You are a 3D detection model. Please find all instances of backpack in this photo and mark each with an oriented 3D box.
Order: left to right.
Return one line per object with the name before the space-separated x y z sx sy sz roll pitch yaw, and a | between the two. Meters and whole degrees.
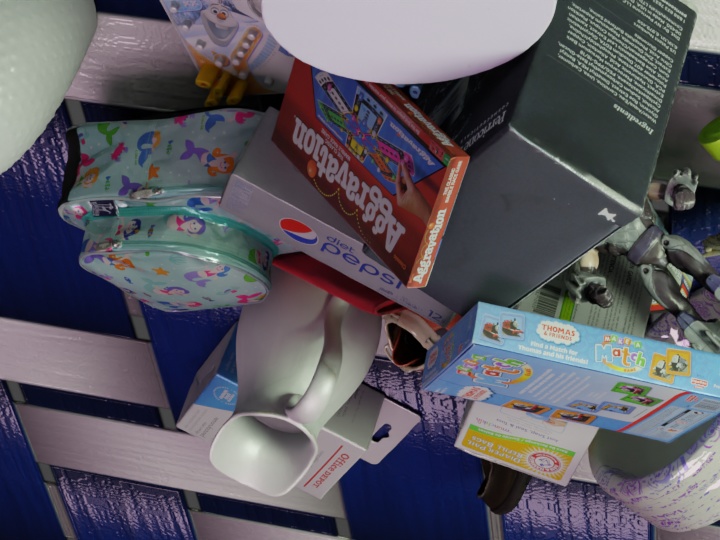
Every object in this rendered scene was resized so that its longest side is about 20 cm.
backpack | -0.127 -0.054 1.770 0.199 0.152 0.177 -12 156 25

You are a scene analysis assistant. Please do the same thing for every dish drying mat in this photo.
dish drying mat | 0.000 0.000 1.764 0.200 0.076 0.018 26 134 60

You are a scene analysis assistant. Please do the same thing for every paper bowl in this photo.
paper bowl | 0.284 0.117 1.751 0.104 0.201 0.200 34 141 -21

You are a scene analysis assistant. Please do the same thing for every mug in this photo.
mug | -0.309 -0.140 1.718 0.147 0.176 0.200 23 142 -5

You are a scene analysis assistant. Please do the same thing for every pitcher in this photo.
pitcher | -0.041 0.067 1.840 0.121 0.201 0.172 30 142 -14

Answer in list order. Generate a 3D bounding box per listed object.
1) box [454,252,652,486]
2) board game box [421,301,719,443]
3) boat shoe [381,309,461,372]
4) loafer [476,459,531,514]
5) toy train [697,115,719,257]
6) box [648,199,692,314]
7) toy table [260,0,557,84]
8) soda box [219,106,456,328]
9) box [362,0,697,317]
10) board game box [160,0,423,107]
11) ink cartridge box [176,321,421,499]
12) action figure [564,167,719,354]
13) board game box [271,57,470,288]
box | 0.156 0.065 1.751 0.101 0.113 0.200 19 142 0
board game box | 0.158 0.077 1.594 0.199 0.037 0.151 12 163 -9
boat shoe | 0.048 0.053 1.857 0.071 0.063 0.200 36 163 3
loafer | 0.135 0.144 1.976 0.071 0.073 0.201 26 139 8
toy train | 0.287 -0.067 1.624 0.199 0.085 0.116 -20 117 42
box | 0.152 -0.014 1.781 0.199 0.040 0.137 -7 137 32
toy table | 0.039 -0.211 1.496 0.199 0.117 0.185 5 131 8
soda box | -0.002 -0.040 1.652 0.199 0.068 0.063 29 155 0
box | 0.120 -0.098 1.556 0.117 0.201 0.197 32 142 -15
board game box | -0.066 -0.201 1.657 0.199 0.026 0.200 -1 139 26
ink cartridge box | -0.057 0.141 2.053 0.199 0.067 0.116 27 142 -10
action figure | 0.224 -0.008 1.628 0.200 0.069 0.130 43 109 14
board game box | 0.003 -0.085 1.532 0.019 0.200 0.103 -4 124 -34
